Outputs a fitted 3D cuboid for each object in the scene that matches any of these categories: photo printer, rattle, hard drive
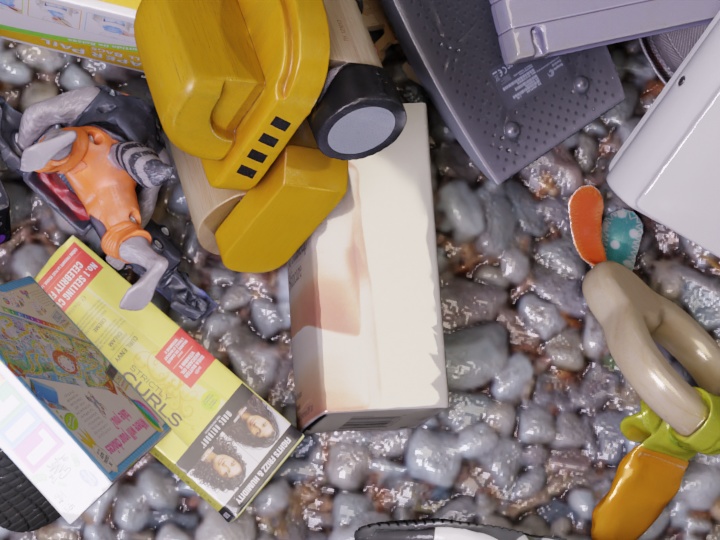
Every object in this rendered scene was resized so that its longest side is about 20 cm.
[{"bbox_3d":[0.282,-0.100,1.348,0.166,0.070,0.201,28,107,-28],"label":"photo printer"},{"bbox_3d":[0.170,0.065,1.380,0.130,0.143,0.200,-20,63,-45],"label":"rattle"},{"bbox_3d":[0.083,-0.172,1.349,0.134,0.042,0.201,-34,102,-24],"label":"hard drive"}]

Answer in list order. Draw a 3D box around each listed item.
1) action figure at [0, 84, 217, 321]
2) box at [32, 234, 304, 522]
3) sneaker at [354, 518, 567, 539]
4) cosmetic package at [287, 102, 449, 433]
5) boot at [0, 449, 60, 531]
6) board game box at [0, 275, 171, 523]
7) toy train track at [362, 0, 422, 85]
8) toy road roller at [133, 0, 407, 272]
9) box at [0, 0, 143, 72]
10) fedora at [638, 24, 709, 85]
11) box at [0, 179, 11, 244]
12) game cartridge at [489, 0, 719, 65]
[{"bbox_3d":[-0.141,-0.050,1.276,0.105,0.194,0.200,-43,110,13],"label":"action figure"},{"bbox_3d":[-0.135,0.071,1.312,0.200,0.050,0.075,42,76,1],"label":"box"},{"bbox_3d":[0.089,0.210,1.308,0.198,0.074,0.089,10,81,0],"label":"sneaker"},{"bbox_3d":[0.000,0.000,1.325,0.086,0.103,0.202,-1,77,-11],"label":"cosmetic package"},{"bbox_3d":[-0.244,0.074,1.241,0.068,0.200,0.131,-38,57,-1],"label":"boot"},{"bbox_3d":[-0.182,0.069,1.181,0.034,0.200,0.135,-43,90,5],"label":"board game box"},{"bbox_3d":[-0.003,-0.208,1.398,0.114,0.033,0.201,-15,69,-46],"label":"toy train track"},{"bbox_3d":[-0.079,-0.101,1.224,0.145,0.200,0.124,4,52,-35],"label":"toy road roller"},{"bbox_3d":[-0.155,-0.202,1.339,0.198,0.101,0.114,12,75,-7],"label":"box"},{"bbox_3d":[0.293,-0.184,1.421,0.199,0.090,0.178,26,75,-4],"label":"fedora"},{"bbox_3d":[-0.315,-0.094,1.286,0.121,0.106,0.201,-26,83,-13],"label":"box"},{"bbox_3d":[0.173,-0.217,1.336,0.198,0.038,0.131,-13,84,-17],"label":"game cartridge"}]
